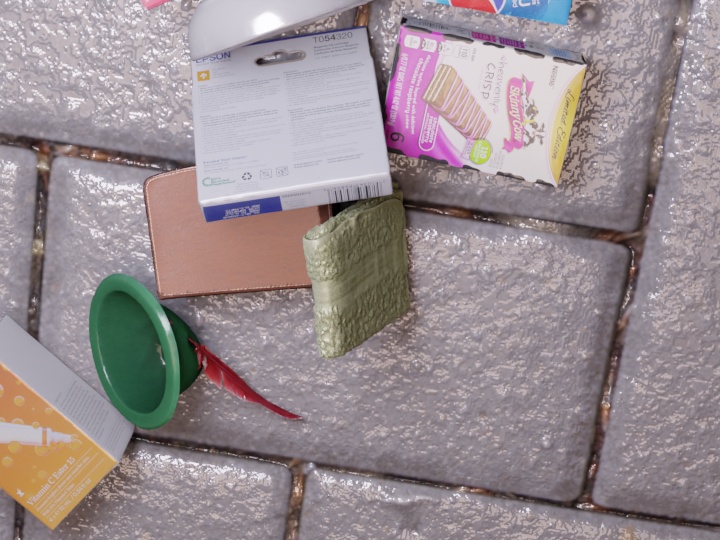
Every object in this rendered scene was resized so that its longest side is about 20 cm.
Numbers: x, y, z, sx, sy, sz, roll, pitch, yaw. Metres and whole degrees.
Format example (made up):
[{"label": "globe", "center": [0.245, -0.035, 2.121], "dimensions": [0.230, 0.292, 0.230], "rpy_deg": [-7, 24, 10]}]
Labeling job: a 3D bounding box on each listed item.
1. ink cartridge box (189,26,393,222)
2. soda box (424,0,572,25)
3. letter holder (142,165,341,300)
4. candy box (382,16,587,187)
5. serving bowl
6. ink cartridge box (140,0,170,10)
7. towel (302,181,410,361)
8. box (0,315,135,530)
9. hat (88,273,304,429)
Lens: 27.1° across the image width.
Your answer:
[{"label": "ink cartridge box", "center": [-0.074, -0.152, 1.541], "dimensions": [0.194, 0.202, 0.043], "rpy_deg": [-8, 145, 1]}, {"label": "soda box", "center": [0.118, -0.302, 1.523], "dimensions": [0.197, 0.068, 0.065], "rpy_deg": [9, 110, 0]}, {"label": "letter holder", "center": [-0.123, -0.059, 1.610], "dimensions": [0.197, 0.101, 0.144], "rpy_deg": [-5, 107, 5]}, {"label": "candy box", "center": [0.126, -0.177, 1.571], "dimensions": [0.198, 0.061, 0.138], "rpy_deg": [11, 109, -1]}, {"label": "serving bowl", "center": [-0.084, -0.270, 1.483], "dimensions": [0.198, 0.200, 0.067], "rpy_deg": [-17, 99, 9]}, {"label": "ink cartridge box", "center": [-0.128, -0.341, 1.483], "dimensions": [0.198, 0.145, 0.084], "rpy_deg": [-20, 106, 10]}, {"label": "towel", "center": [0.000, 0.000, 1.576], "dimensions": [0.036, 0.200, 0.150], "rpy_deg": [3, 110, 27]}, {"label": "box", "center": [-0.377, 0.173, 1.707], "dimensions": [0.200, 0.098, 0.124], "rpy_deg": [42, 107, -11]}, {"label": "hat", "center": [-0.190, 0.083, 1.700], "dimensions": [0.165, 0.175, 0.203], "rpy_deg": [11, 111, 45]}]
